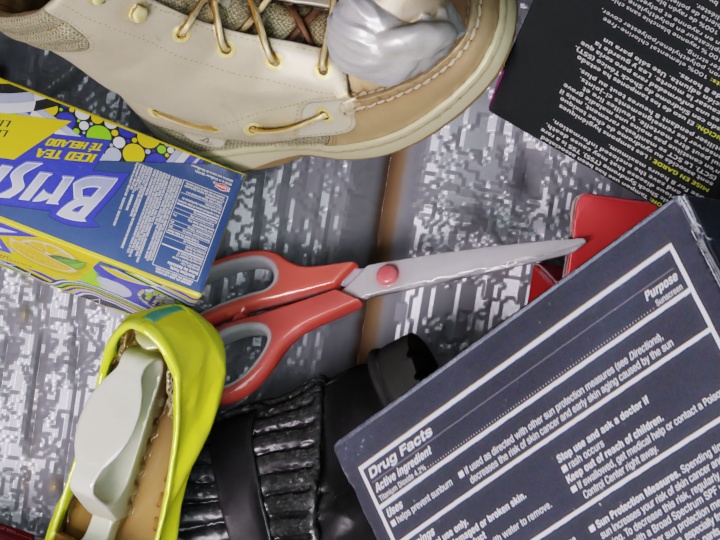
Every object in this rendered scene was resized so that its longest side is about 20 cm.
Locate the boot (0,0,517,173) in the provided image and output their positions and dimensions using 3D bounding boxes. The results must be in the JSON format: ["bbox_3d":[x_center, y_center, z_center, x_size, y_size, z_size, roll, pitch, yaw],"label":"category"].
[{"bbox_3d":[-0.051,-0.109,1.048,0.155,0.200,0.073,34,59,-41],"label":"boot"}]

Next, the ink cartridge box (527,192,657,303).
[{"bbox_3d":[0.132,0.065,1.165,0.116,0.067,0.200,7,98,-7],"label":"ink cartridge box"}]

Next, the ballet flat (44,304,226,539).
[{"bbox_3d":[-0.111,0.110,1.090,0.067,0.067,0.200,16,91,20],"label":"ballet flat"}]

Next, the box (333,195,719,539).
[{"bbox_3d":[0.126,0.105,0.982,0.200,0.123,0.198,-37,67,33],"label":"box"}]

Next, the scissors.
[{"bbox_3d":[0.000,0.000,1.141,0.200,0.014,0.073,-24,55,8],"label":"scissors"}]

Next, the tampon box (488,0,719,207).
[{"bbox_3d":[0.159,-0.140,1.020,0.126,0.200,0.150,31,55,5],"label":"tampon box"}]

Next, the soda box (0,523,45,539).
[{"bbox_3d":[-0.231,0.134,1.149,0.200,0.063,0.070,20,96,-7],"label":"soda box"}]

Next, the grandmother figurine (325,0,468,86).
[{"bbox_3d":[0.033,-0.164,0.960,0.121,0.061,0.200,13,111,-10],"label":"grandmother figurine"}]

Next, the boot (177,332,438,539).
[{"bbox_3d":[-0.011,0.145,1.122,0.158,0.079,0.211,-25,66,10],"label":"boot"}]

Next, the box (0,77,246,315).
[{"bbox_3d":[-0.159,-0.042,1.117,0.200,0.070,0.064,22,70,-7],"label":"box"}]
